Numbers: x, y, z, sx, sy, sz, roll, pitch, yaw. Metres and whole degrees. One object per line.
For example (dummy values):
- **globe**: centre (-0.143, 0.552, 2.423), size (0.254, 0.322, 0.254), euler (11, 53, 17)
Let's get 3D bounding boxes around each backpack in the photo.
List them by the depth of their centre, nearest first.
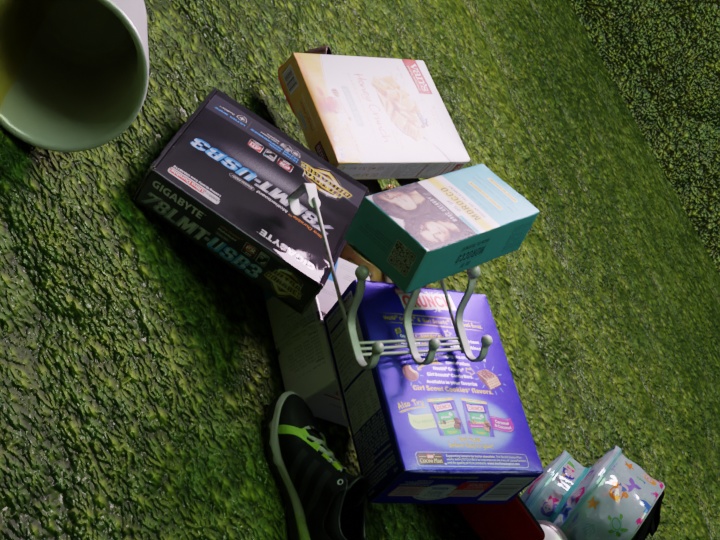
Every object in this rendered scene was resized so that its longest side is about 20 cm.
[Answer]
- **backpack**: centre (0.249, 0.292, 1.595), size (0.150, 0.201, 0.177), euler (43, 23, 11)

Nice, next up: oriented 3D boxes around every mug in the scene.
- **mug**: centre (-0.258, -0.218, 1.223), size (0.188, 0.148, 0.154), euler (56, 16, -25)

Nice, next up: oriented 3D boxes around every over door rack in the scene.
- **over door rack**: centre (0.032, -0.006, 1.318), size (0.146, 0.067, 0.202), euler (0, 54, -38)

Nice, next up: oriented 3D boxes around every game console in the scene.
- **game console**: centre (0.113, 0.190, 1.530), size (0.201, 0.118, 0.173), euler (54, 26, -16)

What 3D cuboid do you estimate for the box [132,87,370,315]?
- **box**: centre (-0.101, -0.074, 1.391), size (0.199, 0.050, 0.199), euler (34, 31, -4)

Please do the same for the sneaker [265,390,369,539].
- **sneaker**: centre (-0.026, 0.197, 1.294), size (0.071, 0.082, 0.202), euler (24, 43, -53)

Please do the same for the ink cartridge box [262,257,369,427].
- **ink cartridge box**: centre (-0.027, 0.085, 1.428), size (0.115, 0.067, 0.202), euler (24, 43, -48)

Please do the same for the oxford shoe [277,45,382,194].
- **oxford shoe**: centre (-0.019, -0.161, 1.619), size (0.202, 0.072, 0.071), euler (60, 22, -8)

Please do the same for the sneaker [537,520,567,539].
- **sneaker**: centre (0.178, 0.368, 1.469), size (0.107, 0.066, 0.205), euler (7, 82, -58)

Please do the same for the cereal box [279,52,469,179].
- **cereal box**: centre (0.017, -0.171, 1.567), size (0.198, 0.040, 0.145), euler (-5, 63, -40)

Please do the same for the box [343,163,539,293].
- **box**: centre (0.079, -0.043, 1.309), size (0.082, 0.050, 0.199), euler (41, 33, 21)

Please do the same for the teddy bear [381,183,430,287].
- **teddy bear**: centre (0.050, -0.031, 1.680), size (0.200, 0.066, 0.147), euler (-86, 171, -68)

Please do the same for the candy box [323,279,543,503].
- **candy box**: centre (0.067, 0.117, 1.350), size (0.167, 0.077, 0.202), euler (7, 55, -33)

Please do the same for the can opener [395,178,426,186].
- **can opener**: centre (0.067, -0.110, 1.619), size (0.201, 0.053, 0.067), euler (51, 5, 22)

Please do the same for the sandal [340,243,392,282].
- **sandal**: centre (0.000, 0.000, 1.541), size (0.053, 0.080, 0.203), euler (-22, 114, -27)
